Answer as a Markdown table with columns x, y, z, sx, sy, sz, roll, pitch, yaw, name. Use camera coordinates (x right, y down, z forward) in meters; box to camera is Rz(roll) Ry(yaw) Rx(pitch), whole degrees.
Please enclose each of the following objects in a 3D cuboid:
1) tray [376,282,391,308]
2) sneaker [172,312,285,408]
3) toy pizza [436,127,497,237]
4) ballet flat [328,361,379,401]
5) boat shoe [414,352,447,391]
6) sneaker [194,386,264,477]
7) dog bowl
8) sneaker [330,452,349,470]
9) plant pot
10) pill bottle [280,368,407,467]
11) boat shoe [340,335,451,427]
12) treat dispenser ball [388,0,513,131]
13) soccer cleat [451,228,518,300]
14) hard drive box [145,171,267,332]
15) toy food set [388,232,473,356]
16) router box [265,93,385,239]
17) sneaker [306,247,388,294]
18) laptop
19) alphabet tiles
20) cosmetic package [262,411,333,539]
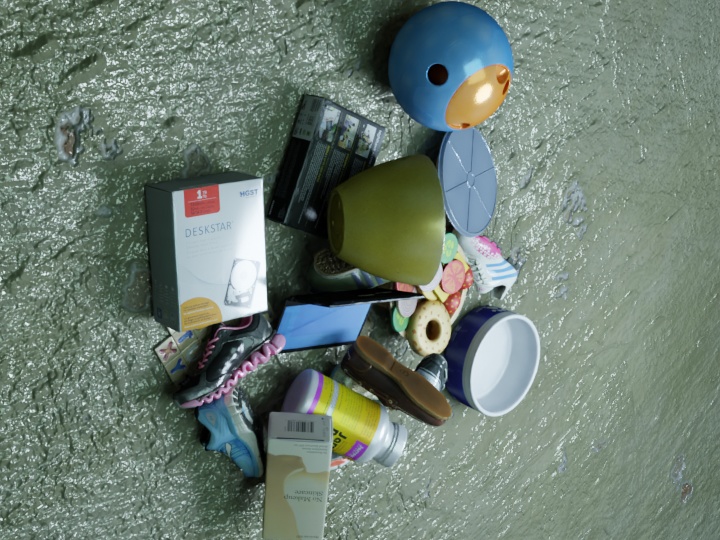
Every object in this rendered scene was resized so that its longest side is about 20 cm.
| x | y | z | sx | sy | sz | roll | pitch | yaw | name |
| --- | --- | --- | --- | --- | --- | --- | --- | --- | --- |
| 0.089 | -0.033 | 1.791 | 0.098 | 0.037 | 0.202 | 8 | 99 | -44 | tray |
| -0.210 | 0.128 | 1.548 | 0.199 | 0.079 | 0.096 | -37 | 104 | -29 | sneaker |
| 0.182 | -0.159 | 1.813 | 0.199 | 0.031 | 0.203 | 7 | 82 | -54 | toy pizza |
| 0.025 | 0.198 | 1.784 | 0.199 | 0.070 | 0.071 | 18 | 91 | -41 | ballet flat |
| 0.123 | 0.194 | 1.807 | 0.071 | 0.072 | 0.200 | -51 | 175 | -15 | boat shoe |
| -0.203 | 0.255 | 1.602 | 0.089 | 0.079 | 0.201 | -12 | 134 | 5 | sneaker |
| 0.252 | 0.172 | 1.975 | 0.199 | 0.078 | 0.203 | -15 | 113 | -38 | dog bowl |
| -0.070 | 0.290 | 1.724 | 0.199 | 0.077 | 0.083 | -29 | 115 | -33 | sneaker |
| 0.028 | -0.074 | 1.567 | 0.140 | 0.200 | 0.203 | -3 | 107 | -17 | plant pot |
| -0.025 | 0.247 | 1.679 | 0.199 | 0.104 | 0.105 | 28 | 84 | -16 | pill bottle |
| 0.057 | 0.192 | 1.691 | 0.071 | 0.199 | 0.070 | -56 | 169 | 28 | boat shoe |
| 0.143 | -0.322 | 1.633 | 0.199 | 0.200 | 0.203 | -15 | 113 | -38 | treat dispenser ball |
| 0.225 | -0.009 | 1.899 | 0.199 | 0.070 | 0.087 | 34 | 80 | -43 | soccer cleat |
| -0.219 | -0.030 | 1.478 | 0.155 | 0.076 | 0.202 | -14 | 110 | -38 | hard drive box |
| 0.122 | 0.035 | 1.785 | 0.201 | 0.048 | 0.198 | -52 | 131 | -17 | toy food set |
| -0.052 | -0.154 | 1.611 | 0.148 | 0.051 | 0.202 | 18 | 91 | -46 | router box |
| 0.000 | 0.000 | 1.679 | 0.198 | 0.068 | 0.090 | -6 | 152 | -29 | sneaker |
| -0.026 | 0.085 | 1.611 | 0.176 | 0.199 | 0.105 | -5 | 96 | -34 | laptop |
| -0.218 | 0.094 | 1.571 | 0.200 | 0.006 | 0.168 | -41 | 127 | -26 | alphabet tiles |
| -0.100 | 0.326 | 1.619 | 0.104 | 0.071 | 0.202 | 3 | 118 | -3 | cosmetic package |
